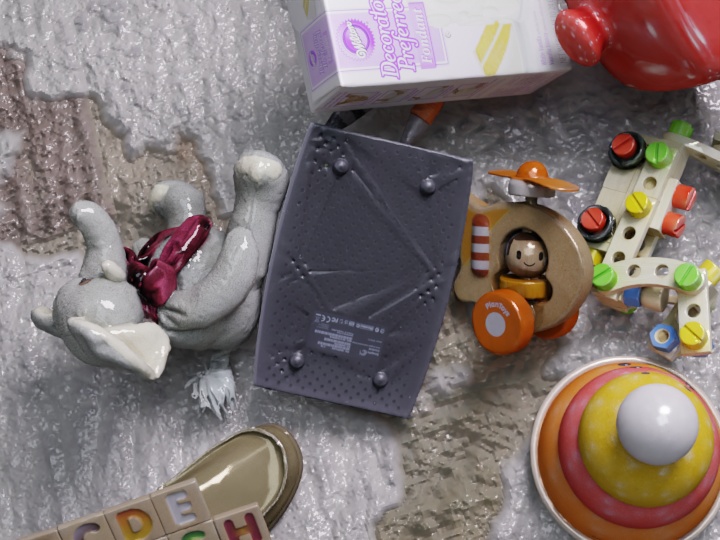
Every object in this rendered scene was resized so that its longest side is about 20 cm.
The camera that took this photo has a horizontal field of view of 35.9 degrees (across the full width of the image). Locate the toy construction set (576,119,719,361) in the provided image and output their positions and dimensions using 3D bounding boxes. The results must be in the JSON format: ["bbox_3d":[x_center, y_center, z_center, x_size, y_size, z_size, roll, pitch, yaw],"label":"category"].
[{"bbox_3d":[0.239,-0.036,0.831,0.131,0.092,0.201,20,68,35],"label":"toy construction set"}]

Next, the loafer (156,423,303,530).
[{"bbox_3d":[-0.125,0.189,0.814,0.200,0.067,0.076,-43,76,-6],"label":"loafer"}]

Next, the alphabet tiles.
[{"bbox_3d":[-0.151,0.236,0.781,0.199,0.008,0.168,-18,113,-2],"label":"alphabet tiles"}]

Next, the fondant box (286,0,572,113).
[{"bbox_3d":[0.047,-0.199,0.805,0.199,0.058,0.145,-10,85,-27],"label":"fondant box"}]

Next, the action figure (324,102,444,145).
[{"bbox_3d":[0.022,-0.203,0.881,0.200,0.105,0.194,40,56,-11],"label":"action figure"}]

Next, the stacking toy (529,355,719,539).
[{"bbox_3d":[0.191,0.114,0.738,0.145,0.200,0.147,-1,75,4],"label":"stacking toy"}]

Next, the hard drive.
[{"bbox_3d":[0.000,0.000,0.821,0.134,0.042,0.202,12,104,-4],"label":"hard drive"}]

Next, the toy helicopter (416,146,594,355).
[{"bbox_3d":[0.095,-0.040,0.839,0.200,0.079,0.133,41,124,31],"label":"toy helicopter"}]

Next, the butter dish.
[{"bbox_3d":[0.204,-0.199,0.791,0.147,0.200,0.200,-33,105,-10],"label":"butter dish"}]

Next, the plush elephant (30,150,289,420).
[{"bbox_3d":[-0.159,0.011,0.812,0.164,0.154,0.202,2,89,50],"label":"plush elephant"}]
